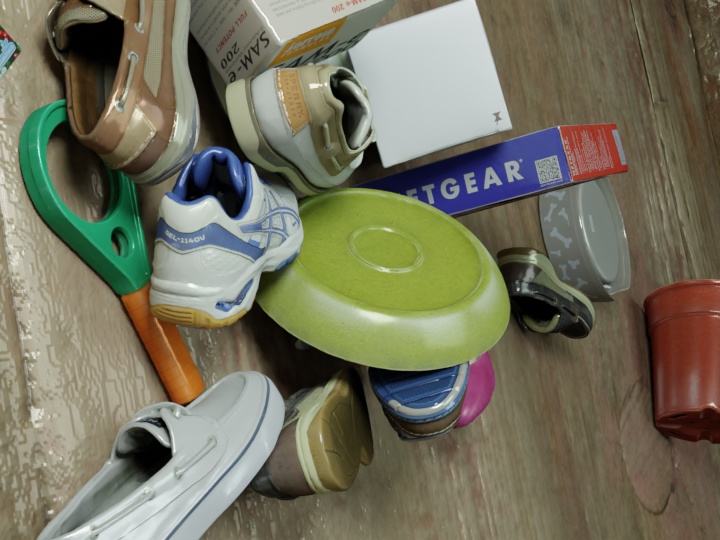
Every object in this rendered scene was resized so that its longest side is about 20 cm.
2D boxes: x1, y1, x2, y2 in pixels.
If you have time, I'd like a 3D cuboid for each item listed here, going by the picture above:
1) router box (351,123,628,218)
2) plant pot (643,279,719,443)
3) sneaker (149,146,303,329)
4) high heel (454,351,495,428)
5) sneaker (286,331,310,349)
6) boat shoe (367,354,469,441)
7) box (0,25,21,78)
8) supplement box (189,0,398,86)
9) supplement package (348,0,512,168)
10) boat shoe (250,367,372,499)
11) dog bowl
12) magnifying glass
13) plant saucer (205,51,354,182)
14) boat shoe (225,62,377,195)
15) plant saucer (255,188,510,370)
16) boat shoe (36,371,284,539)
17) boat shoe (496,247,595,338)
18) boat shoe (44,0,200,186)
[{"bbox_3d":[0.120,-0.083,1.025,0.179,0.200,0.049,-15,91,-61],"label":"router box"},{"bbox_3d":[0.521,0.144,1.686,0.201,0.200,0.196,40,51,-48],"label":"plant pot"},{"bbox_3d":[-0.078,-0.041,0.721,0.200,0.075,0.088,-75,170,-65],"label":"sneaker"},{"bbox_3d":[0.083,0.047,1.023,0.200,0.067,0.096,-77,153,-49],"label":"high heel"},{"bbox_3d":[0.000,0.000,0.878,0.200,0.090,0.079,-34,107,-60],"label":"sneaker"},{"bbox_3d":[0.046,0.085,0.836,0.200,0.072,0.073,-99,176,-74],"label":"boat shoe"},{"bbox_3d":[-0.250,-0.094,0.514,0.137,0.039,0.200,57,33,-33],"label":"box"},{"bbox_3d":[-0.081,-0.232,0.761,0.126,0.074,0.200,-31,87,-40],"label":"supplement box"},{"bbox_3d":[0.062,-0.160,0.981,0.200,0.113,0.110,-59,132,-81],"label":"supplement package"},{"bbox_3d":[-0.033,0.111,0.780,0.200,0.065,0.073,9,68,-82],"label":"boat shoe"},{"bbox_3d":[0.293,-0.050,1.480,0.200,0.059,0.201,36,46,-50],"label":"dog bowl"},{"bbox_3d":[-0.147,-0.008,0.689,0.200,0.022,0.080,65,29,-16],"label":"magnifying glass"},{"bbox_3d":[-0.069,-0.155,0.867,0.200,0.050,0.201,36,47,-52],"label":"plant saucer"},{"bbox_3d":[-0.023,-0.097,0.769,0.200,0.068,0.075,-10,84,-76],"label":"boat shoe"},{"bbox_3d":[0.016,-0.006,0.818,0.200,0.200,0.031,-59,166,-54],"label":"plant saucer"},{"bbox_3d":[-0.108,0.109,0.643,0.065,0.073,0.200,64,31,-21],"label":"boat shoe"},{"bbox_3d":[0.205,0.041,1.273,0.200,0.073,0.065,37,57,-46],"label":"boat shoe"},{"bbox_3d":[-0.148,-0.148,0.678,0.072,0.076,0.200,20,46,-49],"label":"boat shoe"}]
